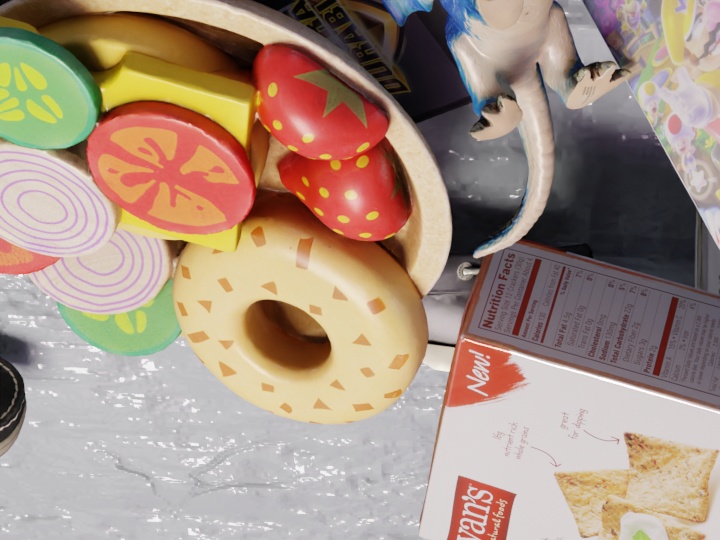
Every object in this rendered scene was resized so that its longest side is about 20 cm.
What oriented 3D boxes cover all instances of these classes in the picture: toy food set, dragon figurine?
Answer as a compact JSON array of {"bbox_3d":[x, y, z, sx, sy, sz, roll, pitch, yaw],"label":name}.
[{"bbox_3d":[-0.065,-0.026,0.798,0.197,0.049,0.200,15,143,5],"label":"toy food set"},{"bbox_3d":[0.039,-0.098,0.728,0.059,0.100,0.200,-24,144,-9],"label":"dragon figurine"}]

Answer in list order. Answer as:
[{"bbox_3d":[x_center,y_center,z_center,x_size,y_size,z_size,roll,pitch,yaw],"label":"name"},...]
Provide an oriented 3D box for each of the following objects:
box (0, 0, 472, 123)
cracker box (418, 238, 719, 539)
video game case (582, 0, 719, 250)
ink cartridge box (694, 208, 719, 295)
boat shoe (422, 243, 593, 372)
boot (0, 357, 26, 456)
[{"bbox_3d":[-0.078,-0.111,0.793,0.198,0.050,0.200,-20,131,25],"label":"box"},{"bbox_3d":[0.129,0.073,0.837,0.199,0.058,0.134,16,141,7],"label":"cracker box"},{"bbox_3d":[0.130,-0.097,0.683,0.018,0.200,0.143,-6,151,-39],"label":"video game case"},{"bbox_3d":[0.217,0.055,0.905,0.146,0.083,0.200,-3,137,12],"label":"ink cartridge box"},{"bbox_3d":[0.000,0.000,0.912,0.199,0.073,0.063,11,95,3],"label":"boat shoe"},{"bbox_3d":[-0.223,0.003,0.924,0.200,0.073,0.151,22,136,-8],"label":"boot"}]
